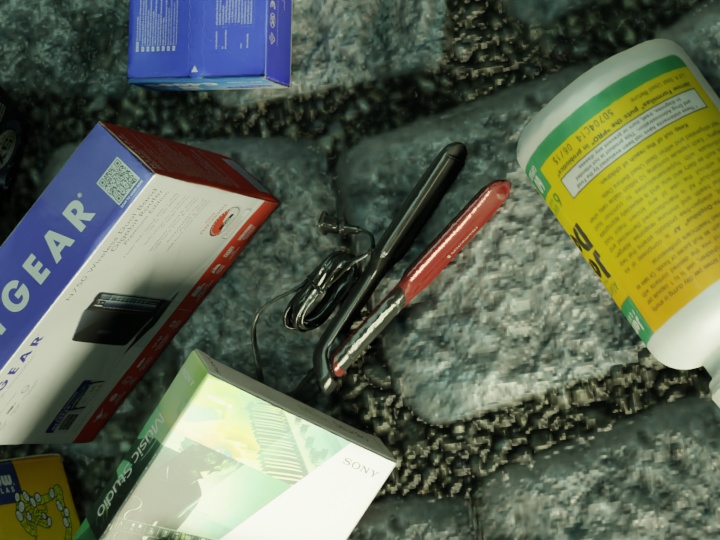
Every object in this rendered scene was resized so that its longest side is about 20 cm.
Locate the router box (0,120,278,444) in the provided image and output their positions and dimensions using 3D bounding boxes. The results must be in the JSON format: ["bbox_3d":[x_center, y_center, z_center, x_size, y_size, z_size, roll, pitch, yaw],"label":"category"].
[{"bbox_3d":[-0.157,0.014,1.291,0.049,0.179,0.200,42,101,18],"label":"router box"}]

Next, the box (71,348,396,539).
[{"bbox_3d":[-0.089,0.160,1.285,0.200,0.144,0.036,-58,31,8],"label":"box"}]

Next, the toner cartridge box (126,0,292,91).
[{"bbox_3d":[-0.091,-0.213,1.352,0.095,0.043,0.201,1,87,21],"label":"toner cartridge box"}]

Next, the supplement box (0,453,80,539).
[{"bbox_3d":[-0.228,0.224,1.334,0.109,0.109,0.200,-22,80,28],"label":"supplement box"}]

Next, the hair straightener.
[{"bbox_3d":[0.000,0.000,1.315,0.077,0.041,0.200,44,106,17],"label":"hair straightener"}]

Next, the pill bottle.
[{"bbox_3d":[0.183,-0.018,1.206,0.113,0.113,0.200,-37,76,14],"label":"pill bottle"}]

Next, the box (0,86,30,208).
[{"bbox_3d":[-0.333,-0.057,1.373,0.200,0.086,0.164,15,77,10],"label":"box"}]
